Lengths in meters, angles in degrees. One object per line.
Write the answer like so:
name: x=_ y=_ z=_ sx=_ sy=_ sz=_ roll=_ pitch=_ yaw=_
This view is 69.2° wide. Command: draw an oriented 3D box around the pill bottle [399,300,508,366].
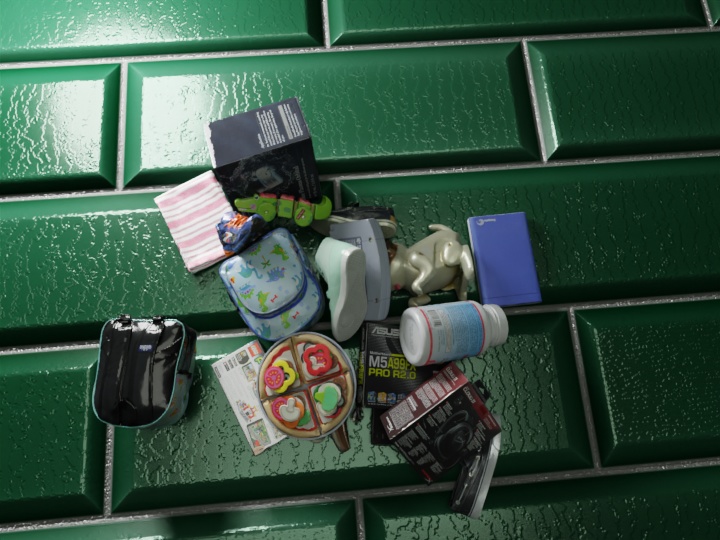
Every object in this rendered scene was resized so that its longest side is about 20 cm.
pill bottle: x=0.183 y=0.118 z=1.015 sx=0.196 sy=0.109 sz=0.111 roll=-5 pitch=75 yaw=-21

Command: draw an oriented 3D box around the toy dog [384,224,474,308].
toy dog: x=0.120 y=-0.017 z=1.084 sx=0.196 sy=0.140 sz=0.198 roll=-6 pitch=67 yaw=-2

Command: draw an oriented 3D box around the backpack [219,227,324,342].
backpack: x=-0.173 y=0.038 z=1.055 sx=0.181 sy=0.147 sz=0.202 roll=-31 pitch=82 yaw=-6

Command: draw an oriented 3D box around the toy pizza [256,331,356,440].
toy pizza: x=-0.106 y=0.219 z=0.989 sx=0.196 sy=0.032 sz=0.205 roll=-1 pitch=85 yaw=6

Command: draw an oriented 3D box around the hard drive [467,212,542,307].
hard drive: x=0.315 y=-0.023 z=1.146 sx=0.129 sy=0.025 sz=0.204 roll=-6 pitch=76 yaw=-3

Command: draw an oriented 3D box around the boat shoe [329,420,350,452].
boat shoe: x=-0.046 y=0.257 z=1.042 sx=0.070 sy=0.076 sz=0.204 roll=-14 pitch=79 yaw=-8

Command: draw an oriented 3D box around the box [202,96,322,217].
box: x=-0.195 y=-0.223 z=1.084 sx=0.196 sy=0.198 sz=0.119 roll=-19 pitch=64 yaw=-6

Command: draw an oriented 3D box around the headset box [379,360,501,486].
headset box: x=0.160 y=0.284 z=0.987 sx=0.199 sy=0.077 sz=0.150 roll=-38 pitch=115 yaw=0

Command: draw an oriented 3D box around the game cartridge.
game cartridge: x=0.000 y=0.000 z=1.063 sx=0.040 sy=0.132 sz=0.204 roll=-10 pitch=95 yaw=-46

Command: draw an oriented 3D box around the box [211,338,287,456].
box: x=-0.208 y=0.255 z=1.056 sx=0.109 sy=0.035 sz=0.202 roll=-28 pitch=78 yaw=-8

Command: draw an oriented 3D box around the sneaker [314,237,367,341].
sneaker: x=-0.045 y=0.033 z=1.045 sx=0.073 sy=0.118 sz=0.204 roll=-10 pitch=117 yaw=-36

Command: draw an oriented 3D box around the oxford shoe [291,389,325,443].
oxford shoe: x=-0.116 y=0.244 z=1.039 sx=0.057 sy=0.075 sz=0.203 roll=-31 pitch=74 yaw=22

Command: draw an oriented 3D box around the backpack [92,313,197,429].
backpack: x=-0.409 y=0.202 z=1.002 sx=0.172 sy=0.154 sz=0.204 roll=2 pitch=66 yaw=1

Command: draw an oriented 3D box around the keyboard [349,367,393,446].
keyboard: x=0.035 y=0.248 z=1.056 sx=0.125 sy=0.021 sz=0.204 roll=11 pitch=73 yaw=-27

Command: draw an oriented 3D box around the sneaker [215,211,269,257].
sneaker: x=-0.244 y=-0.079 z=1.025 sx=0.075 sy=0.199 sz=0.079 roll=-39 pitch=103 yaw=-31

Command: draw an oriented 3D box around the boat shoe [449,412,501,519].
boat shoe: x=0.223 y=0.375 z=1.025 sx=0.067 sy=0.072 sz=0.204 roll=18 pitch=83 yaw=1

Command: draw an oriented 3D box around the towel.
towel: x=-0.350 y=-0.110 z=1.146 sx=0.145 sy=0.030 sz=0.202 roll=-28 pitch=78 yaw=-9

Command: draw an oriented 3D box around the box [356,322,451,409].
box: x=0.093 y=0.198 z=1.046 sx=0.196 sy=0.044 sz=0.164 roll=9 pitch=75 yaw=-18

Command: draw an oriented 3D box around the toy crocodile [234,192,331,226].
toy crocodile: x=-0.156 y=-0.130 z=1.060 sx=0.196 sy=0.068 sz=0.063 roll=6 pitch=102 yaw=-12

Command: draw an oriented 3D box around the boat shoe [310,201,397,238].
boat shoe: x=-0.017 y=-0.110 z=1.133 sx=0.196 sy=0.075 sz=0.063 roll=2 pitch=60 yaw=9
